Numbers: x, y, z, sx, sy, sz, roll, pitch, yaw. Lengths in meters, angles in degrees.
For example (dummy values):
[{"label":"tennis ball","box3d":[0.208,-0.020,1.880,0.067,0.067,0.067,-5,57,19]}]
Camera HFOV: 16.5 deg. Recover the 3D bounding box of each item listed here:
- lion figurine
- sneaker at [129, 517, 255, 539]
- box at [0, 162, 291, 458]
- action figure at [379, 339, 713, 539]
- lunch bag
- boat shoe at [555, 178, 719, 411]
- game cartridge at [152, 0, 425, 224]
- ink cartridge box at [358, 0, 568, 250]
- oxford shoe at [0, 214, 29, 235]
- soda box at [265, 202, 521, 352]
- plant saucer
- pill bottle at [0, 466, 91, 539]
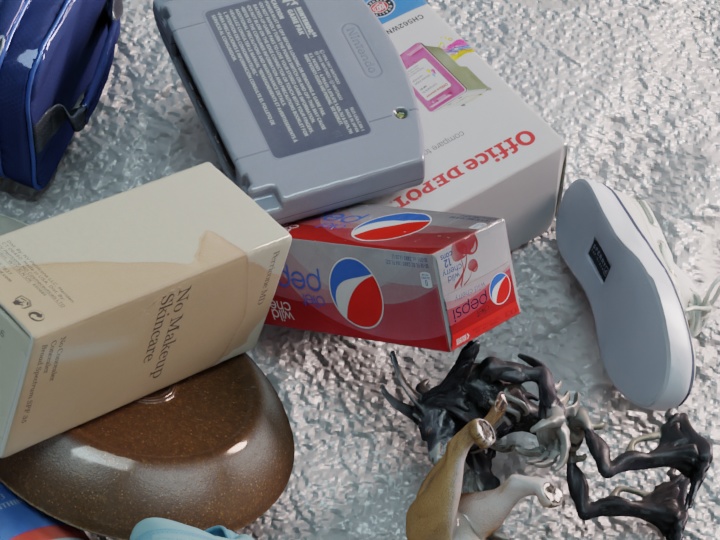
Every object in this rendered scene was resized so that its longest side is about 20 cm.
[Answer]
[{"label":"lion figurine","box3d":[0.063,0.181,1.401,0.072,0.122,0.201,17,51,-35]},{"label":"sneaker","box3d":[-0.055,0.178,1.347,0.074,0.200,0.082,-28,59,17]},{"label":"box","box3d":[-0.141,0.019,1.389,0.078,0.095,0.200,40,42,26]},{"label":"action figure","box3d":[0.104,0.110,1.468,0.199,0.119,0.102,16,43,0]},{"label":"lunch bag","box3d":[-0.229,-0.152,1.635,0.132,0.136,0.201,14,52,7]},{"label":"boat shoe","box3d":[0.191,0.019,1.569,0.086,0.075,0.202,11,30,-23]},{"label":"game cartridge","box3d":[-0.040,-0.118,1.580,0.132,0.042,0.201,-13,53,-18]},{"label":"ink cartridge box","box3d":[0.021,-0.090,1.637,0.144,0.085,0.200,-29,60,-23]},{"label":"oxford shoe","box3d":[-0.184,0.017,1.557,0.200,0.058,0.075,38,60,25]},{"label":"soda box","box3d":[0.000,0.000,1.513,0.070,0.064,0.199,-26,22,-39]},{"label":"plant saucer","box3d":[-0.130,0.074,1.431,0.199,0.037,0.201,13,35,-9]},{"label":"pill bottle","box3d":[-0.244,0.132,1.427,0.112,0.113,0.200,-30,59,-25]}]
